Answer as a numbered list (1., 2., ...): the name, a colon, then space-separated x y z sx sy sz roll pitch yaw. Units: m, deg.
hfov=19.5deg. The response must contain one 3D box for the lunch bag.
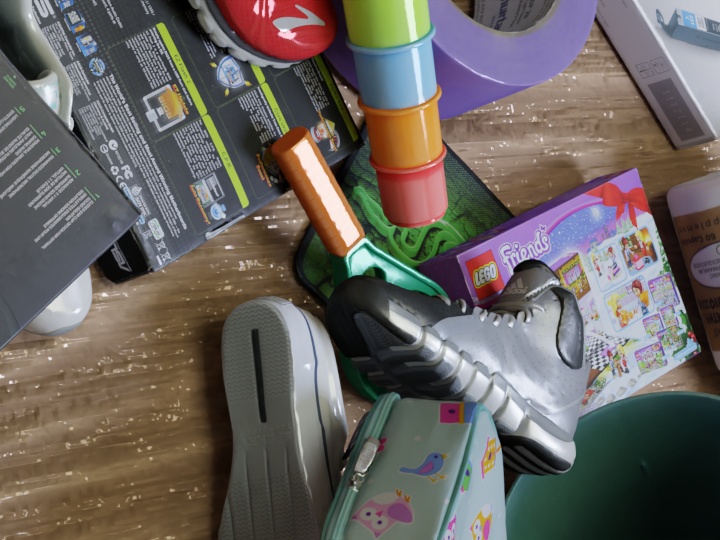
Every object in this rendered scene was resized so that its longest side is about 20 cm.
1. lunch bag: 0.026 0.175 1.152 0.160 0.077 0.200 -63 155 -45

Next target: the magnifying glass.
1. magnifying glass: 0.000 0.000 1.241 0.080 0.022 0.200 -43 126 -21

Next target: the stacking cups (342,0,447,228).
1. stacking cups: 0.015 -0.120 1.228 0.061 0.060 0.200 -34 129 -42

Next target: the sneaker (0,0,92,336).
1. sneaker: -0.182 -0.062 1.088 0.070 0.080 0.200 -24 97 -45

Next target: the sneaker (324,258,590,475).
1. sneaker: 0.067 0.030 1.253 0.200 0.075 0.116 39 62 -33

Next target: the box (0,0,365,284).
1. box: -0.109 -0.120 1.193 0.193 0.048 0.200 -36 103 -45

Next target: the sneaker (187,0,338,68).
1. sneaker: -0.058 -0.180 1.151 0.200 0.085 0.077 48 49 -47

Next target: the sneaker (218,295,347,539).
1. sneaker: -0.034 0.115 1.185 0.071 0.073 0.200 8 81 -57

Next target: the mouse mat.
1. mouse mat: 0.051 0.002 1.335 0.200 0.008 0.161 45 53 -26

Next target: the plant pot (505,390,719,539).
1. plant pot: 0.200 0.201 1.298 0.161 0.200 0.201 60 42 -48

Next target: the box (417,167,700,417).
1. box: 0.134 0.026 1.375 0.200 0.039 0.137 -25 98 -44

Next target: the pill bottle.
1. pill bottle: 0.298 0.022 1.483 0.114 0.114 0.200 -19 92 -44

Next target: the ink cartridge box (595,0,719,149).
1. ink cartridge box: 0.236 -0.219 1.536 0.200 0.045 0.176 56 50 -18

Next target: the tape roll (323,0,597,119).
1. tape roll: 0.054 -0.202 1.332 0.200 0.085 0.200 15 67 -39

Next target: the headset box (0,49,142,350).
1. headset box: -0.228 -0.035 0.985 0.174 0.093 0.200 -45 112 -13
